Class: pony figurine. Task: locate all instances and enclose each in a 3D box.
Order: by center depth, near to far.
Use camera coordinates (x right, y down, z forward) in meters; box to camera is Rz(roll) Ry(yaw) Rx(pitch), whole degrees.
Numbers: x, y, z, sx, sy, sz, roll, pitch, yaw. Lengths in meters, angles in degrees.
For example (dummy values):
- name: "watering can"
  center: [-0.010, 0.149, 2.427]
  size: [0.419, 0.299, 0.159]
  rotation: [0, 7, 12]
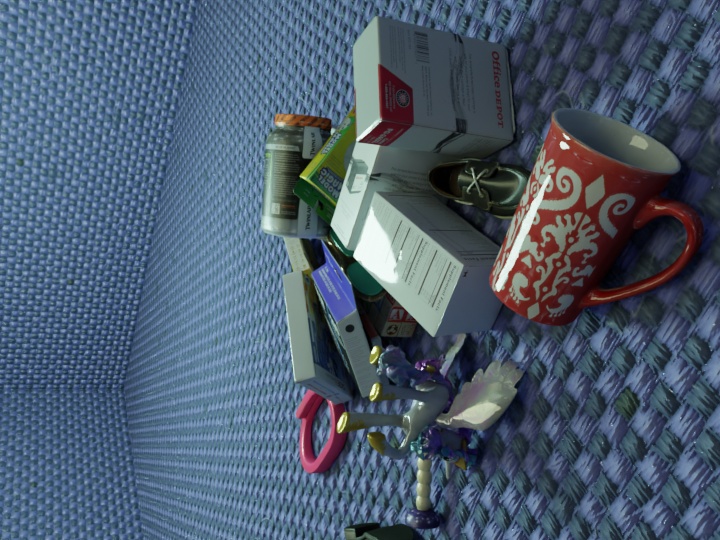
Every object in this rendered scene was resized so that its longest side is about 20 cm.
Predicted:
- name: "pony figurine"
  center: [0.095, 0.172, 0.894]
  size: [0.194, 0.199, 0.166]
  rotation: [-65, 23, 4]

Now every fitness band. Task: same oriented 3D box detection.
- name: "fitness band"
  center: [-0.079, 0.311, 1.340]
  size: [0.200, 0.037, 0.144]
  rotation: [-62, 38, 39]

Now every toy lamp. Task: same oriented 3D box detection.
- name: "toy lamp"
  center: [0.096, 0.267, 0.986]
  size: [0.058, 0.058, 0.201]
  rotation: [0, 89, 62]

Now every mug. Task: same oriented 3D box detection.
- name: "mug"
  center: [0.229, -0.038, 0.702]
  size: [0.178, 0.133, 0.201]
  rotation: [-115, 37, -47]

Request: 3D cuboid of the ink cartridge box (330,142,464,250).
- name: "ink cartridge box"
  center: [0.057, -0.130, 1.026]
  size: [0.084, 0.144, 0.201]
  rotation: [55, 133, 51]

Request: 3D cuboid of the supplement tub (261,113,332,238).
- name: "supplement tub"
  center: [-0.103, -0.159, 1.151]
  size: [0.122, 0.122, 0.201]
  rotation: [22, 109, 62]

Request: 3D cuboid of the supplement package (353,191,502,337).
- name: "supplement package"
  center: [0.098, -0.014, 0.929]
  size: [0.200, 0.113, 0.110]
  rotation: [46, 127, 43]

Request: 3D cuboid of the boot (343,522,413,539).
- name: "boot"
  center: [0.036, 0.494, 1.067]
  size: [0.200, 0.069, 0.175]
  rotation: [147, 118, -62]

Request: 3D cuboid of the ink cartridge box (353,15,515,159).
- name: "ink cartridge box"
  center: [0.098, -0.238, 0.910]
  size: [0.083, 0.199, 0.146]
  rotation: [152, 119, -63]

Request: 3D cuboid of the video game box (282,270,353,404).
- name: "video game box"
  center: [-0.075, 0.125, 1.228]
  size: [0.182, 0.047, 0.201]
  rotation: [52, -154, -61]

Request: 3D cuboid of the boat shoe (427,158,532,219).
- name: "boat shoe"
  center: [0.163, -0.112, 0.906]
  size: [0.200, 0.067, 0.072]
  rotation: [28, 109, 59]

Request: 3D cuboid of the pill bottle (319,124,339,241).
- name: "pill bottle"
  center: [-0.040, -0.160, 1.252]
  size: [0.112, 0.112, 0.201]
  rotation: [43, 124, 56]

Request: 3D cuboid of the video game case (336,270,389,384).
- name: "video game case"
  center: [0.001, 0.103, 1.164]
  size: [0.200, 0.017, 0.143]
  rotation: [-121, 15, -48]

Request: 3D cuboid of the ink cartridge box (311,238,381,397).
- name: "ink cartridge box"
  center: [-0.031, 0.073, 1.100]
  size: [0.198, 0.043, 0.201]
  rotation: [-127, 19, -63]

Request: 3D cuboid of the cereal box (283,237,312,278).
- name: "cereal box"
  center: [-0.121, -0.026, 1.389]
  size: [0.144, 0.039, 0.201]
  rotation: [70, 179, -50]

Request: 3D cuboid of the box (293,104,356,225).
- name: "box"
  center: [-0.009, -0.171, 1.100]
  size: [0.200, 0.117, 0.048]
  rotation: [-53, 30, -3]

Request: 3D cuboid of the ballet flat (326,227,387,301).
- name: "ballet flat"
  center: [0.000, 0.000, 1.093]
  size: [0.200, 0.070, 0.066]
  rotation: [-117, 13, -49]

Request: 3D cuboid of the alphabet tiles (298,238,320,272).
- name: "alphabet tiles"
  center: [-0.098, -0.033, 1.329]
  size: [0.200, 0.008, 0.168]
  rotation: [67, -179, -50]

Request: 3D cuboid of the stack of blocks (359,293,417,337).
- name: "stack of blocks"
  center: [0.038, 0.006, 1.132]
  size: [0.200, 0.058, 0.116]
  rotation: [56, 134, 50]
